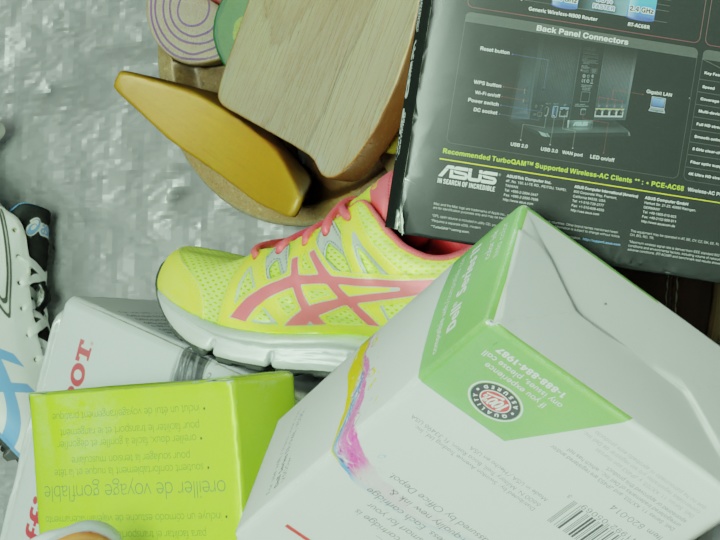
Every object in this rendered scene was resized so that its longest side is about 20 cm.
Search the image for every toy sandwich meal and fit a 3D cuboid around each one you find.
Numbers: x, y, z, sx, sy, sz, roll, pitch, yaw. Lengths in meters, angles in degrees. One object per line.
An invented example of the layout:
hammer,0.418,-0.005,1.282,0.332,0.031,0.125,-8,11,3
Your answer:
toy sandwich meal,-0.029,-0.110,0.926,0.205,0.070,0.206,-3,84,36

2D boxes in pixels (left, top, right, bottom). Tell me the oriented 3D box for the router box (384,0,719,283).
router box,0.117,-0.073,0.756,0.200,0.062,0.150,9,92,-1

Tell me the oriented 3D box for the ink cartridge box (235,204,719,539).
ink cartridge box,0.037,0.079,0.760,0.200,0.117,0.067,-42,19,40

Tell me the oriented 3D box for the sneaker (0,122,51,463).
sneaker,-0.180,0.012,1.033,0.072,0.072,0.200,-23,78,5

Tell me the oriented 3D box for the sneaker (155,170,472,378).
sneaker,0.000,0.000,0.873,0.200,0.078,0.090,8,102,30

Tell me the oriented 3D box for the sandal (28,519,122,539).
sandal,-0.120,0.192,0.812,0.059,0.079,0.207,33,120,34

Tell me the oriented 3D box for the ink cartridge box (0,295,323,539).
ink cartridge box,-0.055,0.110,0.918,0.200,0.084,0.145,22,101,35

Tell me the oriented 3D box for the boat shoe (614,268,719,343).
boat shoe,0.105,-0.032,0.823,0.070,0.070,0.200,2,88,37

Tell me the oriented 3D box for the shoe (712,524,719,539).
shoe,0.180,0.115,0.758,0.091,0.071,0.200,13,100,35

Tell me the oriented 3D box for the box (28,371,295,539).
box,-0.076,0.146,0.850,0.122,0.048,0.200,-7,86,38
